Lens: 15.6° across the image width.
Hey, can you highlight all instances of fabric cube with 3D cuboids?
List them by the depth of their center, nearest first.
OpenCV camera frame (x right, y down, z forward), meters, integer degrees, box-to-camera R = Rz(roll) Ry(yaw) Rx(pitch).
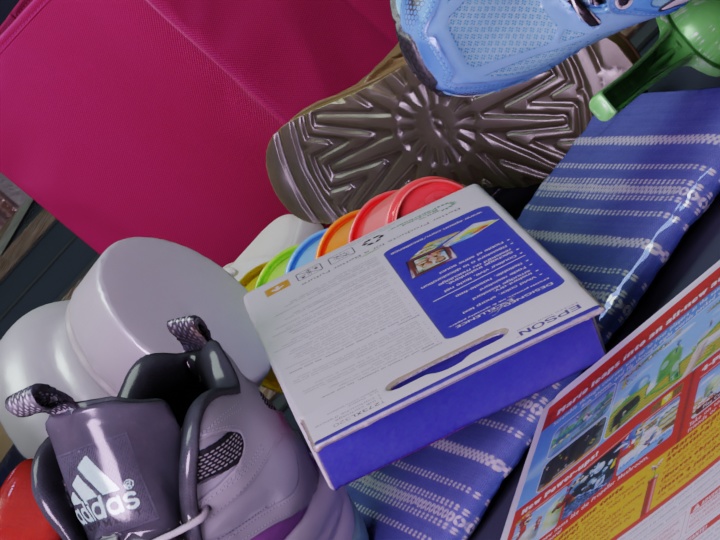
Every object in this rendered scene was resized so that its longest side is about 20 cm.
[{"bbox_3d":[-0.078,-0.124,1.455,0.196,0.199,0.200,-39,16,48],"label":"fabric cube"}]

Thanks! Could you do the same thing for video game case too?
[{"bbox_3d":[0.081,0.059,0.686,0.143,0.017,0.200,-43,13,33],"label":"video game case"}]

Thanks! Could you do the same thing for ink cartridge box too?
[{"bbox_3d":[0.019,0.022,0.843,0.095,0.037,0.200,-26,12,-2],"label":"ink cartridge box"}]

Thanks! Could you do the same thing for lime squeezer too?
[{"bbox_3d":[0.136,-0.095,0.905,0.200,0.038,0.071,-38,15,-26],"label":"lime squeezer"}]

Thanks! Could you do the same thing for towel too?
[{"bbox_3d":[0.063,0.017,0.903,0.200,0.024,0.145,-53,14,-9],"label":"towel"}]

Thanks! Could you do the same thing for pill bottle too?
[{"bbox_3d":[-0.120,0.084,1.091,0.200,0.111,0.111,-53,8,30],"label":"pill bottle"}]

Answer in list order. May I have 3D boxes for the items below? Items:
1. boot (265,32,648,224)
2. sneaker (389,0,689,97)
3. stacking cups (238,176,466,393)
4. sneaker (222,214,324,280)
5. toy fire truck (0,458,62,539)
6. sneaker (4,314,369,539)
[{"bbox_3d":[0.065,-0.093,1.116,0.175,0.066,0.200,-11,16,28],"label":"boot"},{"bbox_3d":[0.099,-0.122,0.849,0.200,0.078,0.090,-33,17,-3],"label":"sneaker"},{"bbox_3d":[0.000,0.000,1.043,0.061,0.060,0.200,-54,6,-23],"label":"stacking cups"},{"bbox_3d":[-0.099,0.035,1.309,0.200,0.085,0.073,-51,9,-15],"label":"sneaker"},{"bbox_3d":[-0.159,0.140,0.879,0.200,0.112,0.168,81,-156,-78],"label":"toy fire truck"},{"bbox_3d":[-0.068,0.095,0.786,0.078,0.140,0.200,-17,32,22],"label":"sneaker"}]
